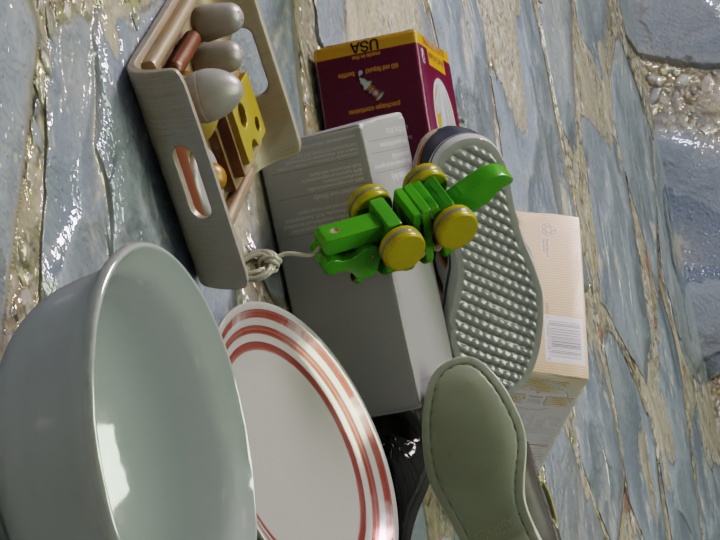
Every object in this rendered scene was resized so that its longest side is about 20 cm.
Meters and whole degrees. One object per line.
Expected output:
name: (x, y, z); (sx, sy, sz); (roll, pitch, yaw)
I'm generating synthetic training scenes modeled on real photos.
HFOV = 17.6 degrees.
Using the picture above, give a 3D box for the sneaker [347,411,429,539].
sneaker: (0.003, 0.143, 1.585); (0.201, 0.060, 0.105); (-79, 157, -44)

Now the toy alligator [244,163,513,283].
toy alligator: (0.011, -0.017, 1.536); (0.059, 0.199, 0.055); (53, -22, 42)

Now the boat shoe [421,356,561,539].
boat shoe: (0.092, 0.158, 1.564); (0.061, 0.071, 0.203); (42, 30, -69)

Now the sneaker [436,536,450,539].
sneaker: (0.121, 0.259, 1.659); (0.070, 0.199, 0.083); (-39, 146, -61)

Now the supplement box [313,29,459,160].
supplement box: (0.031, -0.072, 1.786); (0.110, 0.085, 0.202); (14, 66, -74)

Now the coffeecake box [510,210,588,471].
coffeecake box: (0.120, 0.072, 1.872); (0.200, 0.072, 0.154); (110, -16, -54)

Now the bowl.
bowl: (-0.124, 0.092, 1.099); (0.201, 0.090, 0.203); (-10, 90, -74)

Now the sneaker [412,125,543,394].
sneaker: (0.083, -0.010, 1.687); (0.079, 0.078, 0.202); (-133, -147, -67)

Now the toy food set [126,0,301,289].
toy food set: (-0.080, -0.096, 1.447); (0.200, 0.060, 0.144); (-70, 146, -61)

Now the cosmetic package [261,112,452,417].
cosmetic package: (0.000, 0.000, 1.623); (0.107, 0.090, 0.202); (-26, 101, -71)

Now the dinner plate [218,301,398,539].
dinner plate: (-0.040, 0.116, 1.447); (0.200, 0.024, 0.201); (42, 34, -37)
